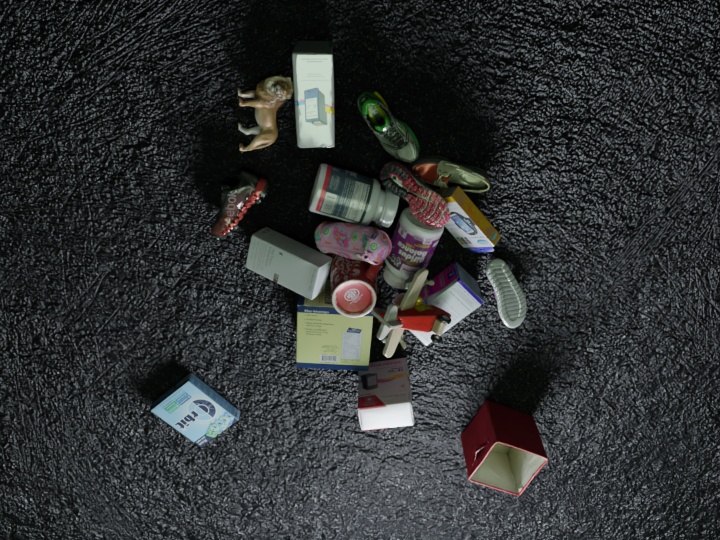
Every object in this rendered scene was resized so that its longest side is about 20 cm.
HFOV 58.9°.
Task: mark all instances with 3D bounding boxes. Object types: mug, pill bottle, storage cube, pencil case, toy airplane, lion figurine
[{"bbox_3d":[-0.012,-0.001,1.581,0.133,0.200,0.178,13,119,-8],"label":"mug"},{"bbox_3d":[0.125,-0.052,1.598,0.112,0.113,0.201,14,128,-9],"label":"pill bottle"},{"bbox_3d":[0.421,0.525,1.903,0.199,0.180,0.171,21,118,-11],"label":"storage cube"},{"bbox_3d":[-0.021,-0.068,1.524,0.199,0.087,0.088,15,132,43],"label":"pencil case"},{"bbox_3d":[0.110,0.106,1.580,0.199,0.141,0.199,-32,129,-1],"label":"toy airplane"},{"bbox_3d":[-0.015,-0.173,1.529,0.199,0.120,0.120,15,119,-10],"label":"pill bottle"},{"bbox_3d":[-0.218,-0.353,1.460,0.122,0.073,0.201,-2,135,-14],"label":"lion figurine"}]

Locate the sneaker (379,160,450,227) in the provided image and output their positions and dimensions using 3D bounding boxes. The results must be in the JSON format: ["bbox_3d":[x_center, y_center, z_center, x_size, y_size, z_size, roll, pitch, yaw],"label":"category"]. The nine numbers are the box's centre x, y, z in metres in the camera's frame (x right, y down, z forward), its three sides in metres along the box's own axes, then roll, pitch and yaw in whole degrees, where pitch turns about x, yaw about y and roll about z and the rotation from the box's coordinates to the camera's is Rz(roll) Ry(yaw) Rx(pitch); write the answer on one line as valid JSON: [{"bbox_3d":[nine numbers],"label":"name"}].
[{"bbox_3d":[0.136,-0.186,1.503,0.200,0.075,0.081,44,116,-8],"label":"sneaker"}]

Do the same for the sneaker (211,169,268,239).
[{"bbox_3d":[-0.314,-0.165,1.557,0.098,0.071,0.200,36,111,-20],"label":"sneaker"}]

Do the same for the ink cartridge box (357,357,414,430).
[{"bbox_3d":[0.068,0.342,1.780,0.147,0.200,0.086,-9,119,4],"label":"ink cartridge box"}]

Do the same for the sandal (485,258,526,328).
[{"bbox_3d":[0.390,0.056,1.711,0.082,0.050,0.204,-22,106,-5],"label":"sandal"}]

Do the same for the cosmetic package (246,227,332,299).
[{"bbox_3d":[-0.180,-0.019,1.601,0.199,0.074,0.102,25,120,16],"label":"cosmetic package"}]

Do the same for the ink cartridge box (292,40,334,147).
[{"bbox_3d":[-0.099,-0.384,1.390,0.087,0.146,0.201,0,119,-3],"label":"ink cartridge box"}]

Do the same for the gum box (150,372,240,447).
[{"bbox_3d":[-0.491,0.419,1.906,0.170,0.045,0.200,-38,113,19],"label":"gum box"}]

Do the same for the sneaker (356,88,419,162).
[{"bbox_3d":[0.062,-0.319,1.465,0.078,0.085,0.200,-39,114,19],"label":"sneaker"}]

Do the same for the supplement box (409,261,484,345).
[{"bbox_3d":[0.213,0.088,1.693,0.103,0.101,0.200,41,111,-21],"label":"supplement box"}]

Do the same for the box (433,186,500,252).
[{"bbox_3d":[0.254,-0.121,1.567,0.200,0.119,0.042,43,71,-24],"label":"box"}]

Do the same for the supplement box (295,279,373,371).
[{"bbox_3d":[-0.069,0.144,1.701,0.199,0.134,0.201,3,120,-3],"label":"supplement box"}]

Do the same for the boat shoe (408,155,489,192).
[{"bbox_3d":[0.214,-0.226,1.534,0.199,0.063,0.071,10,121,-5],"label":"boat shoe"}]
